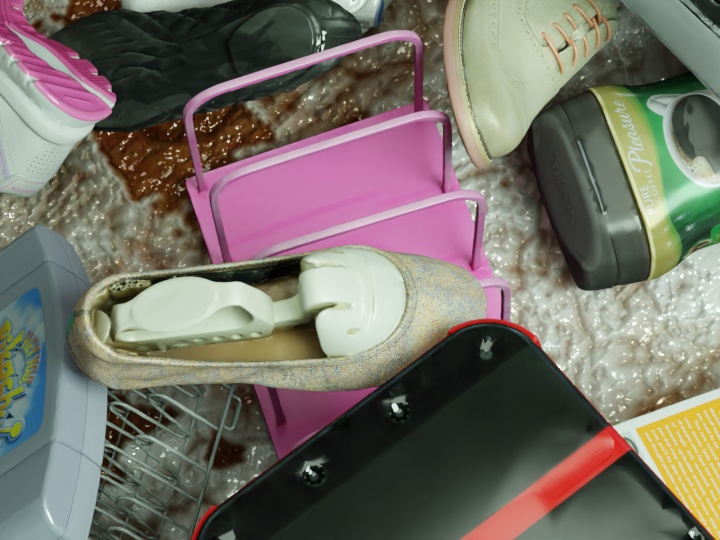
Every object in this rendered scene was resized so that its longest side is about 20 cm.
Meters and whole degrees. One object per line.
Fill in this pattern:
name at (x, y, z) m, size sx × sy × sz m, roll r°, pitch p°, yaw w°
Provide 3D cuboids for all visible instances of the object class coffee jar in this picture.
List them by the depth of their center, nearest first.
coffee jar at (0.190, -0.063, 1.350) m, size 0.199 × 0.085 × 0.105 m, roll -17°, pitch 76°, yaw -4°

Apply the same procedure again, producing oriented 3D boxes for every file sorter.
file sorter at (0.000, 0.000, 1.317) m, size 0.138 × 0.126 × 0.201 m, roll -18°, pitch 69°, yaw -4°

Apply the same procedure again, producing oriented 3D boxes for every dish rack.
dish rack at (-0.135, 0.108, 1.275) m, size 0.153 × 0.055 × 0.201 m, roll -14°, pitch 50°, yaw 41°

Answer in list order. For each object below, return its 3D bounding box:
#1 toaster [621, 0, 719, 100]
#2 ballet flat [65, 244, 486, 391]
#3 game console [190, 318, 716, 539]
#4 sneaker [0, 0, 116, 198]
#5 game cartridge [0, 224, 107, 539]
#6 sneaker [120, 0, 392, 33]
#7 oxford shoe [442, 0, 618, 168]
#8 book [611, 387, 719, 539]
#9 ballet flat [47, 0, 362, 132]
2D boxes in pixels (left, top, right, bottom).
toaster at (0.221, -0.204, 1.281) m, size 0.119 × 0.181 × 0.200 m, roll 41°, pitch 31°, yaw -8°
ballet flat at (-0.039, 0.022, 1.207) m, size 0.199 × 0.067 × 0.068 m, roll -8°, pitch 68°, yaw -1°
game console at (0.040, 0.131, 1.155) m, size 0.200 × 0.031 × 0.177 m, roll -36°, pitch 69°, yaw -12°
sneaker at (-0.217, -0.113, 1.393) m, size 0.088 × 0.081 × 0.200 m, roll -56°, pitch 51°, yaw 20°
game cartridge at (-0.182, 0.074, 1.283) m, size 0.133 × 0.040 × 0.201 m, roll -31°, pitch 42°, yaw 21°
sneaker at (-0.033, -0.166, 1.411) m, size 0.199 × 0.075 × 0.087 m, roll -19°, pitch 75°, yaw -3°
oxford shoe at (0.092, -0.126, 1.342) m, size 0.074 × 0.071 × 0.200 m, roll -7°, pitch 37°, yaw 22°
book at (0.175, 0.128, 1.243) m, size 0.199 × 0.048 × 0.134 m, roll -13°, pitch 66°, yaw -42°
ballet flat at (-0.091, -0.108, 1.380) m, size 0.199 × 0.057 × 0.067 m, roll -4°, pitch 88°, yaw 30°
